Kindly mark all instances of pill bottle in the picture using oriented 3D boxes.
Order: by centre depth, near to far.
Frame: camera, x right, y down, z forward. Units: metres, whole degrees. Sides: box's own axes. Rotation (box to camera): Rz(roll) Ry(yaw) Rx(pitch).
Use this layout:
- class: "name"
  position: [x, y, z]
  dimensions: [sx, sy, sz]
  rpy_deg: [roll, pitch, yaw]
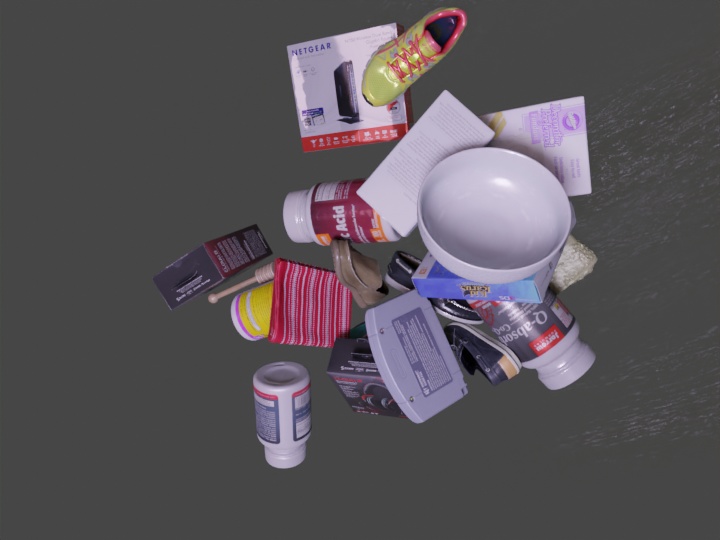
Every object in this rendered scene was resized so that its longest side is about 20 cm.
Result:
- class: "pill bottle"
  position: [0.273, 0.082, 0.850]
  dimensions: [0.116, 0.116, 0.200]
  rpy_deg: [-41, 89, 27]
- class: "pill bottle"
  position: [-0.029, -0.103, 0.945]
  dimensions: [0.199, 0.114, 0.115]
  rpy_deg: [-3, 106, 22]
- class: "pill bottle"
  position: [-0.151, 0.065, 1.053]
  dimensions: [0.199, 0.104, 0.105]
  rpy_deg: [-20, 99, 25]
- class: "pill bottle"
  position: [-0.163, 0.307, 1.128]
  dimensions: [0.119, 0.120, 0.201]
  rpy_deg: [7, 109, 18]

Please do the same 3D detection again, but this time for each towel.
- class: "towel"
  position: [0.278, -0.007, 0.905]
  dimensions: [0.148, 0.036, 0.200]
  rpy_deg: [48, 118, 2]
- class: "towel"
  position: [-0.082, 0.063, 0.955]
  dimensions: [0.022, 0.199, 0.146]
  rpy_deg: [-3, 79, 40]

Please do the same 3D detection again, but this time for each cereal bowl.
- class: "cereal bowl"
  position: [0.174, -0.066, 0.724]
  dimensions: [0.199, 0.201, 0.083]
  rpy_deg: [23, 155, 12]

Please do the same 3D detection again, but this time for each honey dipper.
- class: "honey dipper"
  position: [-0.250, 0.031, 1.118]
  dimensions: [0.199, 0.038, 0.038]
  rpy_deg: [-23, 98, 27]

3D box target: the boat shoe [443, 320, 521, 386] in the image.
- class: "boat shoe"
  position: [0.191, 0.140, 0.909]
  dimensions: [0.062, 0.200, 0.075]
  rpy_deg: [-41, 113, -9]

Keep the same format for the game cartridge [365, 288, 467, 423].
- class: "game cartridge"
  position: [0.089, 0.140, 0.885]
  dimensions: [0.041, 0.133, 0.201]
  rpy_deg: [-30, 82, 55]

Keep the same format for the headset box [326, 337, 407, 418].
- class: "headset box"
  position: [0.034, 0.198, 0.987]
  dimensions: [0.148, 0.075, 0.200]
  rpy_deg: [2, 144, 20]

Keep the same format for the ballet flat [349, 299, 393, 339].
- class: "ballet flat"
  position: [0.037, 0.117, 1.030]
  dimensions: [0.200, 0.072, 0.072]
  rpy_deg: [-34, 93, 29]

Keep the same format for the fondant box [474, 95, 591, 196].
- class: "fondant box"
  position: [0.254, -0.184, 0.844]
  dimensions: [0.199, 0.058, 0.145]
  rpy_deg: [-6, 104, 21]

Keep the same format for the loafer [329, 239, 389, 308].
- class: "loafer"
  position: [0.000, 0.000, 0.953]
  dimensions: [0.067, 0.200, 0.076]
  rpy_deg: [-19, 60, 9]

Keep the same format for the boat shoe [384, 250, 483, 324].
- class: "boat shoe"
  position: [0.137, 0.029, 0.947]
  dimensions: [0.199, 0.076, 0.061]
  rpy_deg: [24, 117, 13]

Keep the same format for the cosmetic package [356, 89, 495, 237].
- class: "cosmetic package"
  position: [0.099, -0.158, 0.811]
  dimensions: [0.101, 0.071, 0.200]
  rpy_deg: [43, 98, 5]

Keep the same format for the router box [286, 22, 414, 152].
- class: "router box"
  position: [-0.016, -0.306, 0.910]
  dimensions: [0.199, 0.049, 0.181]
  rpy_deg: [-3, 106, 21]

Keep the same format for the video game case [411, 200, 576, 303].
- class: "video game case"
  position: [0.203, -0.032, 0.814]
  dimensions: [0.199, 0.182, 0.046]
  rpy_deg: [1, 133, 40]

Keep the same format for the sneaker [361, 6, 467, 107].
- class: "sneaker"
  position: [0.081, -0.329, 0.803]
  dimensions: [0.200, 0.090, 0.078]
  rpy_deg: [-45, 110, 2]

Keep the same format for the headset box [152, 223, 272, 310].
- class: "headset box"
  position: [-0.286, -0.008, 1.027]
  dimensions: [0.148, 0.200, 0.078]
  rpy_deg: [-28, 95, 25]
